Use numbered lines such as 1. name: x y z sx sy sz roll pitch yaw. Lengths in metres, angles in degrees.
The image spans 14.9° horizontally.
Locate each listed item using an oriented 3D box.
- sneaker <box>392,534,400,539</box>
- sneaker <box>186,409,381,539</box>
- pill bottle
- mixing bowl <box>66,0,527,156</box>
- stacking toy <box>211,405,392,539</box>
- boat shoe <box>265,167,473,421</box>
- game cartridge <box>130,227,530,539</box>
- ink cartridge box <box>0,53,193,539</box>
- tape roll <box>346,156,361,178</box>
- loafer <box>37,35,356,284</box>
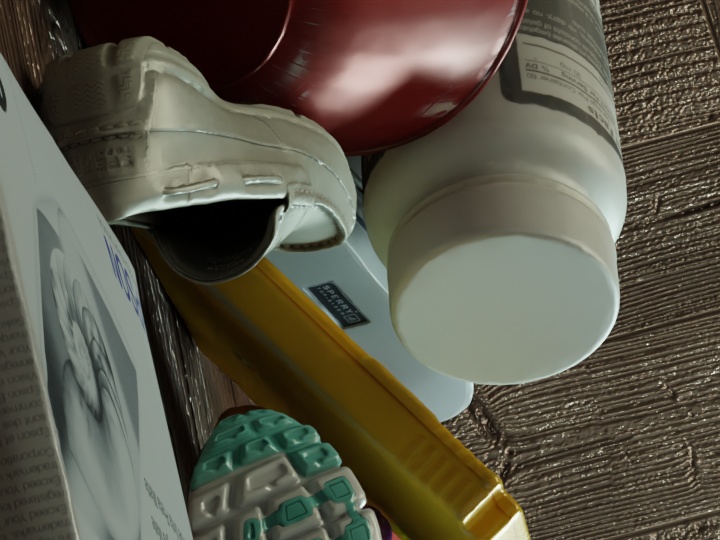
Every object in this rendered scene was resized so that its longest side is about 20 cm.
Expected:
1. sneaker: -0.022 0.132 1.347 0.116 0.078 0.200 42 9 17
2. sneaker: -0.025 0.154 1.039 0.091 0.077 0.201 141 -64 -69
3. pill bottle: 0.055 -0.057 1.188 0.113 0.113 0.200 73 11 -46
4. mixing bowl: -0.043 -0.128 1.072 0.108 0.200 0.201 -33 111 -58
5. stacking toy: -0.009 0.142 1.165 0.200 0.116 0.110 61 0 -14
6. boat shoe: 0.000 0.000 1.238 0.200 0.073 0.065 59 27 -51
7. game cartridge: -0.005 0.059 1.143 0.200 0.032 0.176 41 -10 19
8. ink cartridge box: -0.070 0.061 0.661 0.200 0.040 0.200 69 7 -70
9. tape roll: -0.034 -0.059 1.365 0.200 0.066 0.201 167 -90 -77
10. loafer: -0.055 -0.027 1.004 0.200 0.070 0.070 22 58 -63
